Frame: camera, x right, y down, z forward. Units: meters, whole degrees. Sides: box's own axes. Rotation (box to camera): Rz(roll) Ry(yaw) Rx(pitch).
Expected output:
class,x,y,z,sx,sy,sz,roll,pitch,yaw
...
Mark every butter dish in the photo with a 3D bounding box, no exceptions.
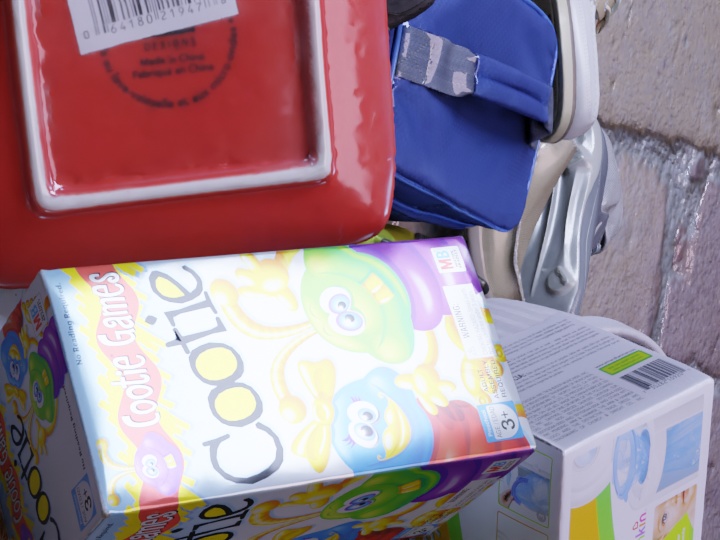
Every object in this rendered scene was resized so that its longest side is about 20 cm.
class,x,y,z,sx,sy,sz,roll,pitch,yaw
butter dish,-0.096,-0.109,0.813,0.198,0.148,0.202,-8,106,-13

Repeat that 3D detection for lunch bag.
class,x,y,z,sx,sy,sz,roll,pitch,yaw
lunch bag,0.028,-0.097,1.002,0.199,0.131,0.137,17,84,-56

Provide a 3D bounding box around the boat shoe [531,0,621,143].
class,x,y,z,sx,sy,sz,roll,pitch,yaw
boat shoe,0.123,-0.168,1.109,0.068,0.075,0.202,5,63,-25

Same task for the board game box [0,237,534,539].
class,x,y,z,sx,sy,sz,roll,pitch,yaw
board game box,-0.046,0.060,0.771,0.198,0.103,0.106,-6,66,-32

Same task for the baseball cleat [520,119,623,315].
class,x,y,z,sx,sy,sz,roll,pitch,yaw
baseball cleat,0.143,-0.009,1.256,0.106,0.069,0.202,28,75,-55

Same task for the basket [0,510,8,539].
class,x,y,z,sx,sy,sz,roll,pitch,yaw
basket,-0.174,0.165,0.747,0.143,0.148,0.201,-49,135,-38

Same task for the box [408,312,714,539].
class,x,y,z,sx,sy,sz,roll,pitch,yaw
box,0.095,0.142,0.900,0.112,0.101,0.202,-20,120,-38

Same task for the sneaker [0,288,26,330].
class,x,y,z,sx,sy,sz,roll,pitch,yaw
sneaker,-0.117,0.005,0.837,0.199,0.099,0.079,-18,112,-54

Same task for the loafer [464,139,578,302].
class,x,y,z,sx,sy,sz,roll,pitch,yaw
loafer,0.104,-0.070,1.159,0.076,0.068,0.202,-31,125,-82

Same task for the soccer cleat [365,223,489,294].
class,x,y,z,sx,sy,sz,roll,pitch,yaw
soccer cleat,0.000,0.001,1.030,0.200,0.083,0.065,15,102,-61

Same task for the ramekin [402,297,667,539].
class,x,y,z,sx,sy,sz,roll,pitch,yaw
ramekin,0.079,0.111,1.022,0.199,0.105,0.202,-19,119,-38

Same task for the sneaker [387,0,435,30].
class,x,y,z,sx,sy,sz,roll,pitch,yaw
sneaker,-0.018,-0.201,0.892,0.079,0.095,0.202,9,61,-79
